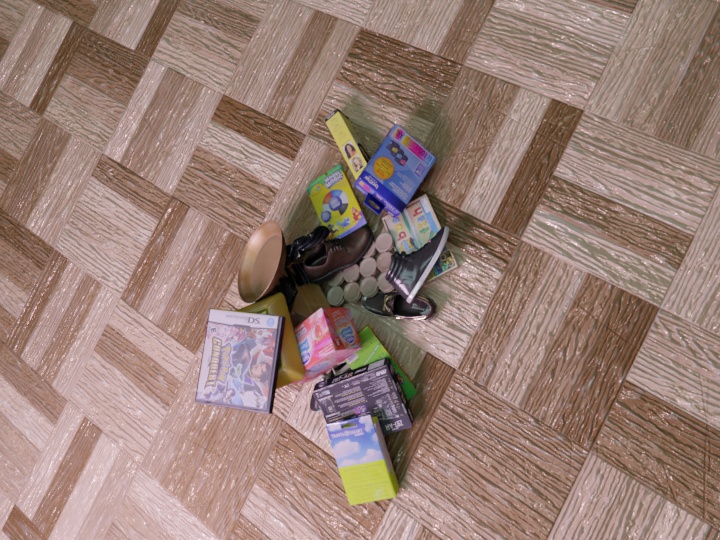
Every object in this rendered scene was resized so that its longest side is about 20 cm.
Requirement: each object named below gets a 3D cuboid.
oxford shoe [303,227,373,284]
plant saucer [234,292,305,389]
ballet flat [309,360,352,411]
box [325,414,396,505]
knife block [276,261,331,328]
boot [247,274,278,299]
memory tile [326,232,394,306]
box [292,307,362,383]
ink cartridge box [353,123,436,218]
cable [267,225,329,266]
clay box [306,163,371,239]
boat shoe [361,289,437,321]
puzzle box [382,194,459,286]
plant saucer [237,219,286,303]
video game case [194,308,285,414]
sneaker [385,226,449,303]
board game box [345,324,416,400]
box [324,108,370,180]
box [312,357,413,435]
[{"bbox_3d":[-0.054,-0.048,1.361,0.197,0.085,0.073,-36,53,-3],"label":"oxford shoe"},{"bbox_3d":[-0.241,0.174,1.233,0.194,0.048,0.206,-21,76,7],"label":"plant saucer"},{"bbox_3d":[-0.063,0.257,1.345,0.199,0.069,0.068,-42,30,3],"label":"ballet flat"},{"bbox_3d":[0.004,0.427,1.264,0.118,0.048,0.207,-15,98,15],"label":"box"},{"bbox_3d":[-0.123,0.077,1.400,0.195,0.179,0.064,28,133,-12],"label":"knife block"},{"bbox_3d":[-0.218,0.110,1.395,0.067,0.130,0.203,-35,71,9],"label":"boot"},{"bbox_3d":[0.000,0.000,1.378,0.194,0.017,0.159,-16,63,24],"label":"memory tile"},{"bbox_3d":[-0.101,0.175,1.267,0.198,0.093,0.106,-36,64,36],"label":"box"},{"bbox_3d":[0.076,-0.228,1.345,0.135,0.076,0.203,35,81,-8],"label":"ink cartridge box"},{"bbox_3d":[-0.163,-0.058,1.394,0.162,0.199,0.052,-38,96,-33],"label":"cable"},{"bbox_3d":[-0.063,-0.176,1.442,0.113,0.047,0.205,-29,73,11],"label":"clay box"},{"bbox_3d":[0.088,0.082,1.333,0.193,0.059,0.075,10,83,20],"label":"boat shoe"},{"bbox_3d":[0.145,-0.069,1.361,0.130,0.025,0.205,-27,72,13],"label":"puzzle box"},{"bbox_3d":[-0.230,-0.017,1.316,0.198,0.035,0.207,-28,53,43],"label":"plant saucer"},{"bbox_3d":[-0.260,0.193,1.195,0.174,0.026,0.208,5,79,13],"label":"video game case"},{"bbox_3d":[0.129,-0.036,1.290,0.098,0.071,0.203,32,81,6],"label":"sneaker"},{"bbox_3d":[0.042,0.236,1.301,0.095,0.030,0.202,-37,95,8],"label":"board game box"},{"bbox_3d":[-0.022,-0.320,1.441,0.049,0.075,0.204,-33,72,17],"label":"box"},{"bbox_3d":[0.007,0.312,1.285,0.195,0.044,0.164,-22,102,15],"label":"box"}]
